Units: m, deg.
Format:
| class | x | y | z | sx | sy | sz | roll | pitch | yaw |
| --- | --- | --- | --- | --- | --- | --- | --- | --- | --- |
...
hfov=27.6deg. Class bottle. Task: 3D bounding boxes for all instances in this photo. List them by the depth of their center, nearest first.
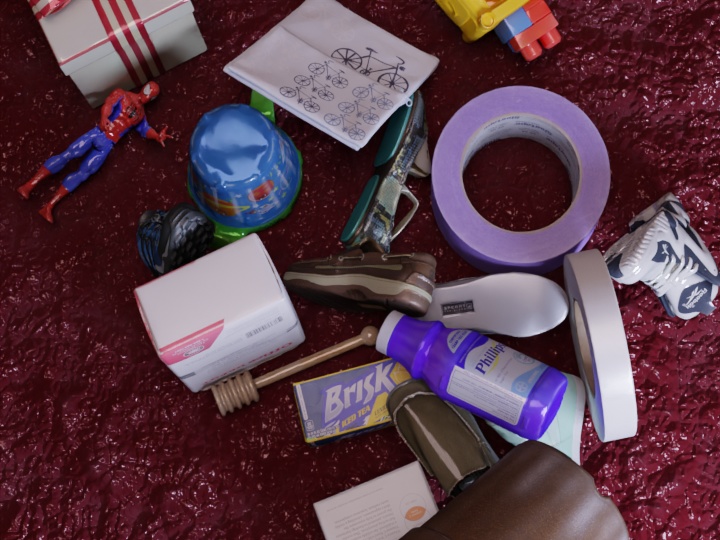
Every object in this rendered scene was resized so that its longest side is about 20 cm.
| class | x | y | z | sx | sy | sz | roll | pitch | yaw |
| --- | --- | --- | --- | --- | --- | --- | --- | --- | --- |
| bottle | 0.112 | 0.102 | 1.516 | 0.198 | 0.083 | 0.066 | 25 | 125 | 18 |

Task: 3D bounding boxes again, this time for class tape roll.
| class | x | y | z | sx | sy | sz | roll | pitch | yaw |
| --- | --- | --- | --- | --- | --- | --- | --- | --- | --- |
| tape roll | 0.251 | 0.079 | 1.544 | 0.037 | 0.203 | 0.206 | -12 | 78 | 3 |
| tape roll | 0.177 | -0.098 | 1.643 | 0.197 | 0.085 | 0.203 | 0 | 79 | 2 |

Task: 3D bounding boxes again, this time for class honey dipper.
| class | x | y | z | sx | sy | sz | roll | pitch | yaw |
| --- | --- | --- | --- | --- | --- | --- | --- | --- | --- |
| honey dipper | -0.070 | 0.108 | 1.639 | 0.198 | 0.038 | 0.038 | -22 | 78 | -6 |

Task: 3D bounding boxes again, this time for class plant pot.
| class | x | y | z | sx | sy | sz | roll | pitch | yaw |
| --- | --- | --- | --- | --- | --- | --- | --- | --- | --- |
| plant pot | 0.144 | 0.285 | 1.430 | 0.200 | 0.201 | 0.198 | 45 | 68 | 10 |

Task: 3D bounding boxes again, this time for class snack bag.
| class | x | y | z | sx | sy | sz | roll | pitch | yaw |
| --- | --- | --- | --- | --- | --- | --- | --- | --- | --- |
| snack bag | -0.024 | -0.232 | 1.649 | 0.187 | 0.022 | 0.200 | 31 | 49 | 15 |

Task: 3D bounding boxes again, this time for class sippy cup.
| class | x | y | z | sx | sy | sz | roll | pitch | yaw |
| --- | --- | --- | --- | --- | --- | --- | --- | --- | --- |
| sippy cup | -0.135 | -0.123 | 1.638 | 0.138 | 0.130 | 0.180 | -21 | 78 | -3 |

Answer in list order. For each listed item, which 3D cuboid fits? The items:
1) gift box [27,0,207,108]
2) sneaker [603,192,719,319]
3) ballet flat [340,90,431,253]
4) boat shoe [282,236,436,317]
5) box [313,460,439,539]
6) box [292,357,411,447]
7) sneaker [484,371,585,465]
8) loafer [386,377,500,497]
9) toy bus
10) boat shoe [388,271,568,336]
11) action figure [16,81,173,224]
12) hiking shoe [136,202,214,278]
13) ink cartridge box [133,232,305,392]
| class | x | y | z | sx | sy | sz | roll | pitch | yaw |
| --- | --- | --- | --- | --- | --- | --- | --- | --- | --- |
| gift box | -0.298 | -0.320 | 1.656 | 0.183 | 0.187 | 0.201 | -32 | 80 | -4 |
| sneaker | 0.336 | 0.003 | 1.576 | 0.079 | 0.199 | 0.130 | -38 | 91 | 22 |
| ballet flat | 0.042 | -0.104 | 1.667 | 0.073 | 0.074 | 0.202 | 23 | 82 | 7 |
| boat shoe | 0.004 | 0.003 | 1.606 | 0.200 | 0.075 | 0.076 | 8 | 71 | 38 |
| box | 0.043 | 0.322 | 1.556 | 0.123 | 0.098 | 0.202 | -21 | 78 | -3 |
| box | 0.029 | 0.135 | 1.612 | 0.197 | 0.064 | 0.071 | -15 | 78 | 0 |
| sneaker | 0.175 | 0.201 | 1.567 | 0.117 | 0.074 | 0.203 | 15 | 68 | -25 |
| loafer | 0.105 | 0.195 | 1.555 | 0.075 | 0.070 | 0.200 | -41 | 105 | 8 |
| toy bus | 0.180 | -0.346 | 1.678 | 0.199 | 0.136 | 0.193 | -37 | 92 | -8 |
| boat shoe | 0.131 | 0.040 | 1.626 | 0.197 | 0.066 | 0.073 | -9 | 96 | 6 |
| action figure | -0.293 | -0.137 | 1.666 | 0.200 | 0.099 | 0.065 | -48 | 122 | -8 |
| hiking shoe | -0.212 | -0.031 | 1.585 | 0.087 | 0.200 | 0.074 | 43 | 69 | 7 |
| ink cartridge box | -0.146 | 0.050 | 1.567 | 0.144 | 0.200 | 0.086 | -25 | 73 | -3 |
